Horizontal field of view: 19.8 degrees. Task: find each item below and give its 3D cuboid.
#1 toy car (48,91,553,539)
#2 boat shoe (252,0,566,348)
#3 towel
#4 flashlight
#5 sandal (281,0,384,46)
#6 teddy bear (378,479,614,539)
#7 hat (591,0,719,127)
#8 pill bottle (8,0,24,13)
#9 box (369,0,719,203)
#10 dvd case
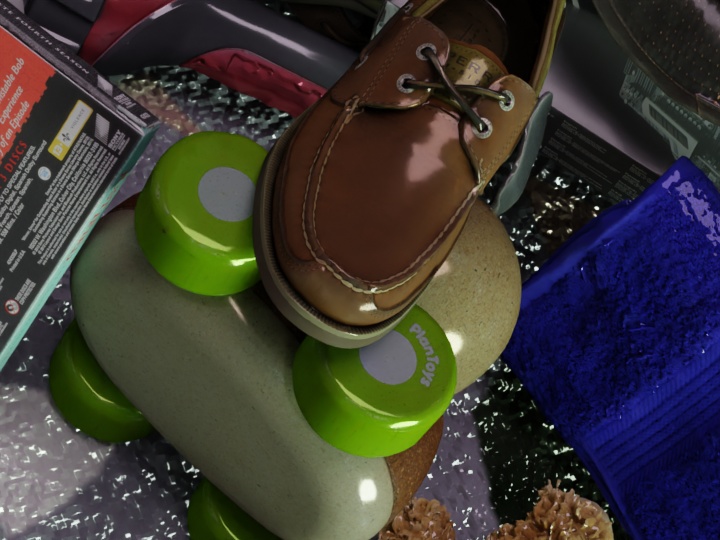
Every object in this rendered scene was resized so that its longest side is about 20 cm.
[{"bbox_3d":[0.000,0.000,0.815,0.158,0.164,0.200,45,55,6],"label":"toy car"},{"bbox_3d":[0.022,-0.058,0.725,0.072,0.068,0.200,34,44,-9],"label":"boat shoe"},{"bbox_3d":[0.142,0.069,0.849,0.050,0.148,0.200,-30,79,-38],"label":"towel"},{"bbox_3d":[-0.053,-0.087,0.913,0.200,0.068,0.068,27,57,-14],"label":"flashlight"},{"bbox_3d":[-0.011,-0.143,0.971,0.201,0.057,0.080,13,61,1],"label":"sandal"},{"bbox_3d":[0.046,0.155,0.820,0.145,0.067,0.200,51,48,-1],"label":"teddy bear"},{"bbox_3d":[0.182,-0.143,0.840,0.200,0.081,0.201,0,84,3],"label":"hat"},{"bbox_3d":[-0.210,-0.130,0.833,0.112,0.112,0.200,-20,71,-32],"label":"pill bottle"},{"bbox_3d":[0.128,-0.113,0.890,0.200,0.050,0.158,34,71,1],"label":"box"},{"bbox_3d":[-0.188,-0.060,0.759,0.200,0.146,0.022,37,26,2],"label":"dvd case"}]
